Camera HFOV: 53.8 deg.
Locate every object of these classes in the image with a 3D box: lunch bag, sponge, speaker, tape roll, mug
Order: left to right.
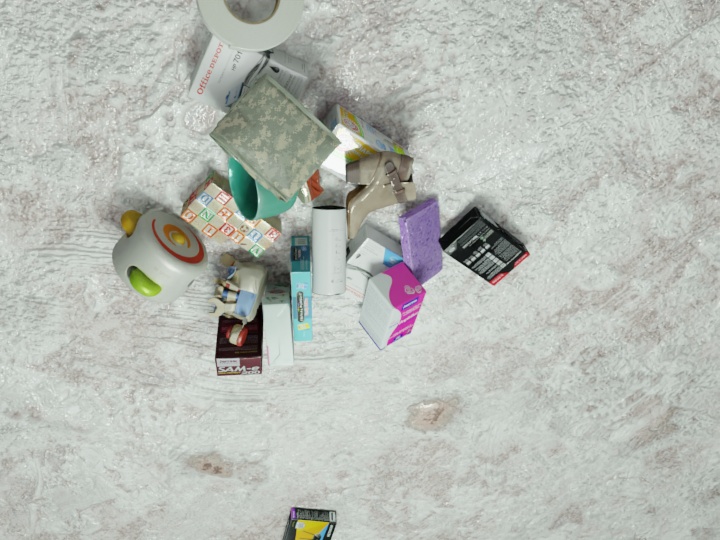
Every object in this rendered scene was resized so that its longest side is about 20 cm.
[{"bbox_3d":[-0.204,-0.507,1.309,0.202,0.037,0.203,-3,101,-17],"label":"tape roll"},{"bbox_3d":[-0.199,-0.206,1.500,0.114,0.152,0.185,-17,120,-29],"label":"mug"},{"bbox_3d":[-0.168,-0.255,1.362,0.200,0.118,0.164,43,86,-17],"label":"lunch bag"},{"bbox_3d":[-0.071,-0.048,1.625,0.081,0.081,0.200,-1,103,-6],"label":"speaker"},{"bbox_3d":[0.145,-0.062,1.674,0.111,0.030,0.200,-34,131,-31],"label":"sponge"}]

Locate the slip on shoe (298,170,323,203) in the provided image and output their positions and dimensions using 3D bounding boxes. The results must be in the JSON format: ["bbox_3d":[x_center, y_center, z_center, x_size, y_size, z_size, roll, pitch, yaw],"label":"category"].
[{"bbox_3d":[-0.125,-0.243,1.540,0.061,0.074,0.200,-27,125,-20],"label":"slip on shoe"}]

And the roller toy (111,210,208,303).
[{"bbox_3d":[-0.440,-0.036,1.574,0.140,0.200,0.182,-42,154,21],"label":"roller toy"}]

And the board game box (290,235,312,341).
[{"bbox_3d":[-0.140,0.043,1.678,0.047,0.151,0.200,-1,124,-4],"label":"board game box"}]

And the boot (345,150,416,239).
[{"bbox_3d":[0.042,-0.154,1.476,0.146,0.070,0.200,-3,129,-4],"label":"boot"}]

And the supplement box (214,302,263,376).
[{"bbox_3d":[-0.290,0.163,1.714,0.109,0.200,0.061,-2,126,-5],"label":"supplement box"}]

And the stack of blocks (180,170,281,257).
[{"bbox_3d":[-0.291,-0.116,1.607,0.200,0.059,0.115,37,114,-27],"label":"stack of blocks"}]

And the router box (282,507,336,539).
[{"bbox_3d":[-0.169,0.853,2.294,0.149,0.051,0.200,9,123,-10],"label":"router box"}]

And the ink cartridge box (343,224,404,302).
[{"bbox_3d":[0.000,0.000,1.714,0.116,0.067,0.200,29,117,-24],"label":"ink cartridge box"}]

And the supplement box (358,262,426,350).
[{"bbox_3d":[0.073,0.088,1.705,0.101,0.103,0.200,-27,152,-24],"label":"supplement box"}]

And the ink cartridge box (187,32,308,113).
[{"bbox_3d":[-0.224,-0.381,1.417,0.200,0.086,0.147,20,120,-21],"label":"ink cartridge box"}]

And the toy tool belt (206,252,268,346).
[{"bbox_3d":[-0.301,0.066,1.664,0.123,0.200,0.125,18,167,5],"label":"toy tool belt"}]

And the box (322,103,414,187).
[{"bbox_3d":[0.002,-0.247,1.517,0.200,0.113,0.101,30,118,-22],"label":"box"}]

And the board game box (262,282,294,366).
[{"bbox_3d":[-0.191,0.123,1.674,0.064,0.200,0.148,-3,102,-4],"label":"board game box"}]

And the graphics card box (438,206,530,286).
[{"bbox_3d":[0.298,-0.055,1.704,0.200,0.051,0.125,29,118,-35],"label":"graphics card box"}]
